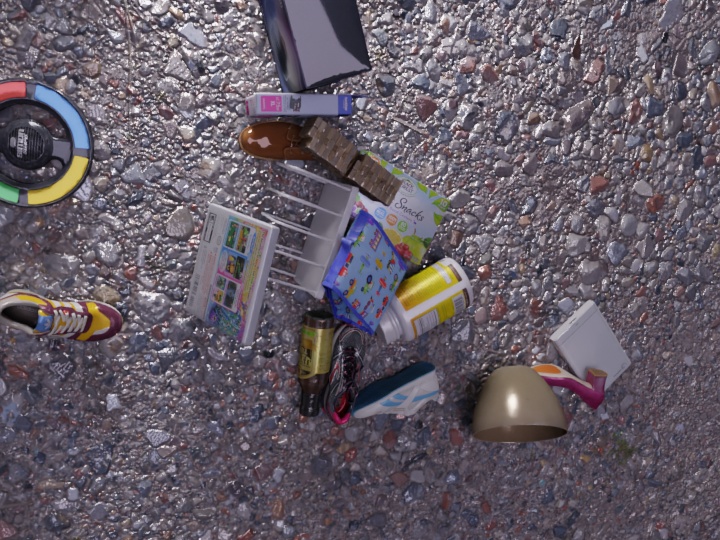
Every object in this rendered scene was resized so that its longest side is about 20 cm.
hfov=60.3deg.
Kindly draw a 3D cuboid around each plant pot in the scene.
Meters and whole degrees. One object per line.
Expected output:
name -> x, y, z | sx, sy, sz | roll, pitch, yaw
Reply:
plant pot -> 0.332, 0.282, 1.324 | 0.196, 0.200, 0.137 | 9, 63, -20

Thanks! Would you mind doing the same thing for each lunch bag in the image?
lunch bag -> 0.000, 0.000, 1.111 | 0.152, 0.093, 0.201 | -61, 156, -18

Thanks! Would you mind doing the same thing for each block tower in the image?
block tower -> -0.020, -0.189, 1.095 | 0.198, 0.058, 0.055 | 33, 86, -26

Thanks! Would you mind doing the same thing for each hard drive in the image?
hard drive -> 0.537, 0.187, 1.443 | 0.132, 0.027, 0.201 | -41, 111, -7

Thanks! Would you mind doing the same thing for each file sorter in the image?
file sorter -> -0.111, -0.076, 1.103 | 0.123, 0.138, 0.204 | 16, 96, -25

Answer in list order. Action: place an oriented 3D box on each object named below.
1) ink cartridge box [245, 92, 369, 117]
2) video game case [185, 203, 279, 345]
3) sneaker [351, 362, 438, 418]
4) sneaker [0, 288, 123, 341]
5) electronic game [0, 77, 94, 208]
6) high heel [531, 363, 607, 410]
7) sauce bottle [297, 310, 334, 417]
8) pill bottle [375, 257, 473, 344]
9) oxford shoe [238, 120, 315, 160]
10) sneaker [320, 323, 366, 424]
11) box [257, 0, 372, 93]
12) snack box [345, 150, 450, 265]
ink cartridge box -> -0.094, -0.287, 1.081 | 0.196, 0.119, 0.043 | -7, 104, -17
video game case -> -0.226, 0.002, 1.072 | 0.023, 0.180, 0.204 | 7, 100, -50
sneaker -> 0.074, 0.265, 1.276 | 0.197, 0.076, 0.082 | -20, 109, -12
sneaker -> -0.501, 0.085, 1.034 | 0.196, 0.090, 0.076 | 10, 98, -20
electronic game -> -0.532, -0.202, 0.992 | 0.196, 0.042, 0.204 | -4, 103, -18
high heel -> 0.462, 0.269, 1.411 | 0.196, 0.067, 0.098 | 3, 108, -12
sauce bottle -> -0.090, 0.183, 1.208 | 0.063, 0.065, 0.204 | 3, 98, -19
pill bottle -> 0.117, 0.065, 1.231 | 0.198, 0.109, 0.111 | -28, 108, -11
oxford shoe -> -0.119, -0.230, 1.112 | 0.196, 0.071, 0.073 | 0, 103, -17
sneaker -> -0.024, 0.204, 1.230 | 0.079, 0.075, 0.204 | 6, 98, -20
box -> -0.085, -0.406, 1.018 | 0.121, 0.198, 0.204 | -19, 106, -14
snack box -> 0.058, -0.120, 1.203 | 0.198, 0.053, 0.144 | 27, 90, -21
